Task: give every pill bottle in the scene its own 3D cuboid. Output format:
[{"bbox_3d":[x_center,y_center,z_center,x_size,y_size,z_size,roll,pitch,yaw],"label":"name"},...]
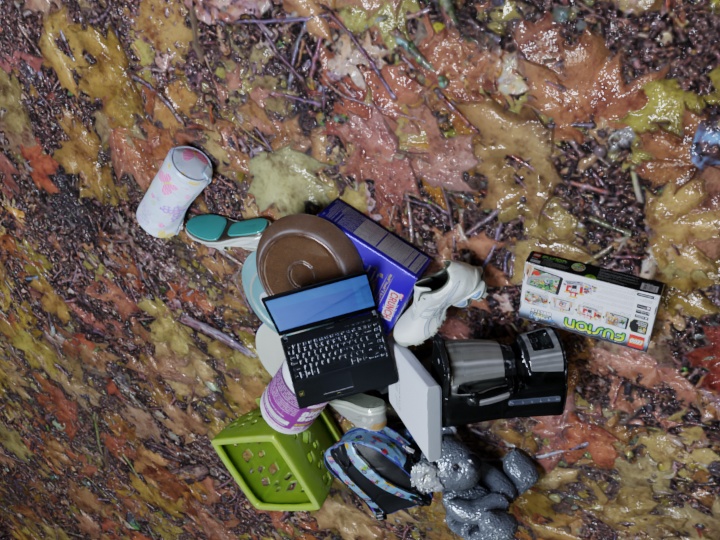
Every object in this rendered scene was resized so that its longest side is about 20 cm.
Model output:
[{"bbox_3d":[-0.102,0.208,1.421,0.112,0.112,0.200,37,135,4],"label":"pill bottle"}]

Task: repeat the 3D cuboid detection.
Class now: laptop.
[{"bbox_3d":[-0.046,0.117,1.270,0.177,0.103,0.200,-15,90,1],"label":"laptop"}]

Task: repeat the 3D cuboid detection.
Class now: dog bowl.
[{"bbox_3d":[-0.102,0.150,1.511,0.200,0.079,0.200,17,129,22],"label":"dog bowl"}]

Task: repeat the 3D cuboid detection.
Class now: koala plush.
[{"bbox_3d":[0.185,0.382,1.431,0.200,0.177,0.184,45,141,-12],"label":"koala plush"}]

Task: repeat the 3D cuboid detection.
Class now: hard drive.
[{"bbox_3d":[0.088,0.208,1.294,0.027,0.200,0.132,-8,110,-14],"label":"hard drive"}]

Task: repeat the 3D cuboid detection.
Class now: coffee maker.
[{"bbox_3d":[0.219,0.180,1.254,0.200,0.135,0.192,-4,147,-5],"label":"coffee maker"}]

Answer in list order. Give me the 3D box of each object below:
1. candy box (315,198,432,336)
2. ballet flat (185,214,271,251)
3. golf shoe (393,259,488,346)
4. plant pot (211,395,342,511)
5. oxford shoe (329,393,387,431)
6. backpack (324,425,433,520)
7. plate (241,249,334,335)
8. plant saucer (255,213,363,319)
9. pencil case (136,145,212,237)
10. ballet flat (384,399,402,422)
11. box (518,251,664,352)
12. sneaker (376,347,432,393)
[{"bbox_3d":[0.000,0.000,1.339,0.200,0.077,0.169,34,132,9],"label":"candy box"},{"bbox_3d":[-0.242,-0.063,1.463,0.200,0.069,0.070,3,123,30],"label":"ballet flat"},{"bbox_3d":[0.109,0.047,1.272,0.097,0.078,0.200,28,123,-33],"label":"golf shoe"},{"bbox_3d":[-0.155,0.367,1.631,0.200,0.182,0.199,-14,114,38],"label":"plant pot"},{"bbox_3d":[-0.012,0.266,1.502,0.200,0.075,0.058,10,112,59],"label":"oxford shoe"},{"bbox_3d":[0.038,0.374,1.528,0.200,0.135,0.183,41,136,-12],"label":"backpack"},{"bbox_3d":[-0.136,0.050,1.391,0.200,0.026,0.200,17,128,23],"label":"plate"},{"bbox_3d":[-0.092,0.005,1.304,0.200,0.034,0.201,8,116,18],"label":"plant saucer"},{"bbox_3d":[-0.348,-0.143,1.452,0.091,0.083,0.200,43,133,0],"label":"pencil case"},{"bbox_3d":[0.049,0.279,1.531,0.200,0.046,0.067,-5,119,35],"label":"ballet flat"},{"bbox_3d":[0.345,0.047,1.182,0.200,0.035,0.110,16,129,22],"label":"box"},{"bbox_3d":[0.074,0.217,1.450,0.199,0.076,0.114,-17,105,33],"label":"sneaker"}]
